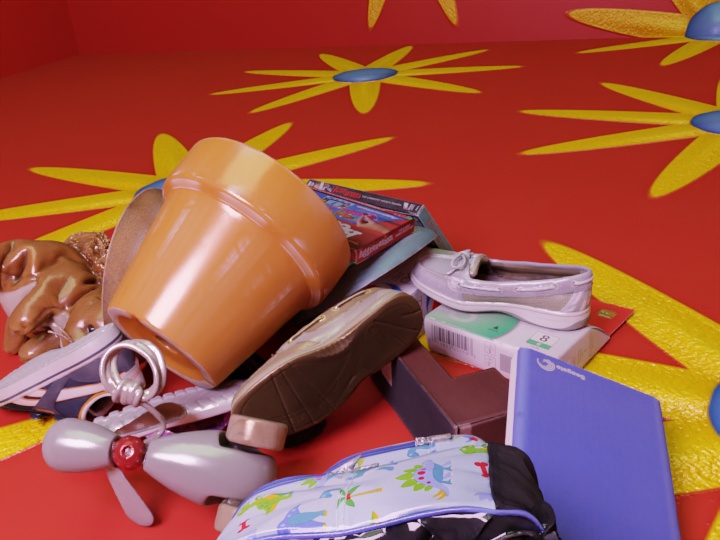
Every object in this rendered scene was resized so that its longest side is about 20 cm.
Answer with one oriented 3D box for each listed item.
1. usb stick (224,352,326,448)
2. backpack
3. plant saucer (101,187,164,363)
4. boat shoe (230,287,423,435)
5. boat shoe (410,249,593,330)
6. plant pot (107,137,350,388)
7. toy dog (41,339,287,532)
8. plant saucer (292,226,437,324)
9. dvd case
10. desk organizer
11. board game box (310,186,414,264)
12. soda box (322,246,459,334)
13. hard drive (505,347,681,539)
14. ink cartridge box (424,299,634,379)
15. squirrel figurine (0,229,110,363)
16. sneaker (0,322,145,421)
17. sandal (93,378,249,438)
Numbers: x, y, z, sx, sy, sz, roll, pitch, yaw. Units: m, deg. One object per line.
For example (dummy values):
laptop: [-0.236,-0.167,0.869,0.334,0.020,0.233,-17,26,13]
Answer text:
usb stick: [-0.105,0.120,0.777,0.055,0.033,0.200,-29,33,-25]
backpack: [0.012,0.196,0.432,0.199,0.184,0.147,-9,10,6]
plant saucer: [-0.225,0.009,0.843,0.035,0.201,0.200,7,27,9]
boat shoe: [-0.035,0.083,0.701,0.199,0.074,0.066,-30,25,-15]
boat shoe: [0.149,0.008,0.809,0.201,0.065,0.074,15,32,29]
plant pot: [-0.141,0.005,0.739,0.199,0.201,0.184,15,59,37]
toy dog: [-0.148,0.157,0.630,0.199,0.096,0.132,30,75,7]
plant saucer: [0.000,0.000,0.887,0.200,0.028,0.200,-31,3,2]
dvd case: [0.031,-0.058,1.007,0.199,0.146,0.022,16,67,40]
desk organizer: [0.078,0.112,0.712,0.077,0.072,0.200,-11,26,-17]
board game box: [-0.049,-0.060,0.852,0.199,0.020,0.103,20,36,34]
soda box: [0.044,0.040,0.877,0.068,0.064,0.200,13,31,34]
hard drive: [0.174,0.153,0.570,0.131,0.025,0.200,21,37,-1]
ink cartridge box: [0.194,0.050,0.845,0.160,0.050,0.200,17,36,38]
squirrel figurine: [-0.320,0.032,0.892,0.186,0.142,0.200,17,36,28]
sneaker: [-0.306,0.123,0.776,0.199,0.080,0.078,-21,19,32]
sandal: [-0.181,0.149,0.720,0.202,0.050,0.082,-14,10,-4]
